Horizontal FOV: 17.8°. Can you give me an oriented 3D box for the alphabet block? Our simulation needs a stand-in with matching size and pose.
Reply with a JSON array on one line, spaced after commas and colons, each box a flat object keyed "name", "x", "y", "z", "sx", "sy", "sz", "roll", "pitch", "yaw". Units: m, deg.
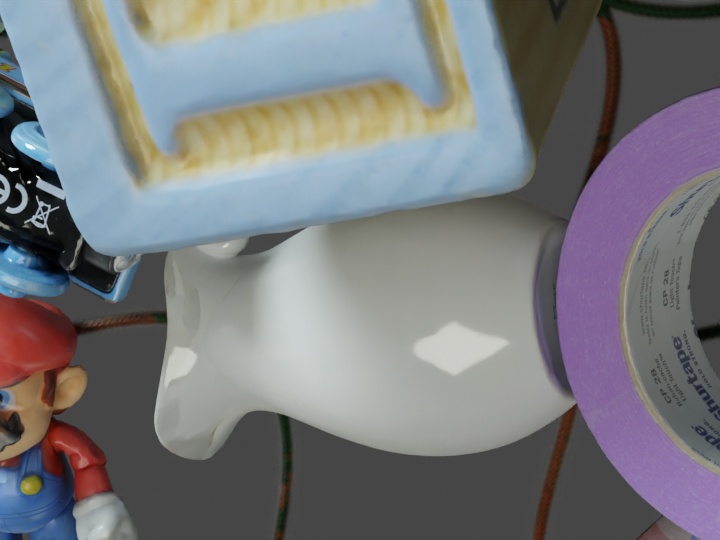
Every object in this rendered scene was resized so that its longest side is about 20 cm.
[{"name": "alphabet block", "x": -0.024, "y": -0.143, "z": 0.925, "sx": 0.195, "sy": 0.200, "sz": 0.197, "roll": -8, "pitch": 114, "yaw": 17}]

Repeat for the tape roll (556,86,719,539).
[{"name": "tape roll", "x": 0.183, "y": 0.018, "z": 0.955, "sx": 0.200, "sy": 0.066, "sz": 0.200, "roll": 8, "pitch": 105, "yaw": 34}]

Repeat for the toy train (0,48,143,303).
[{"name": "toy train", "x": -0.173, "y": -0.057, "z": 1.038, "sx": 0.200, "sy": 0.114, "sz": 0.087, "roll": 26, "pitch": 107, "yaw": 13}]

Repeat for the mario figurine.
[{"name": "mario figurine", "x": -0.183, "y": 0.101, "z": 1.135, "sx": 0.123, "sy": 0.106, "sz": 0.200, "roll": -15, "pitch": 125, "yaw": -17}]

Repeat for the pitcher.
[{"name": "pitcher", "x": 0.000, "y": 0.000, "z": 1.046, "sx": 0.200, "sy": 0.121, "sz": 0.172, "roll": -4, "pitch": 99, "yaw": 28}]

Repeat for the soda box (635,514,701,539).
[{"name": "soda box", "x": 0.195, "y": 0.115, "z": 1.047, "sx": 0.200, "sy": 0.063, "sz": 0.070, "roll": -46, "pitch": 59, "yaw": 22}]
